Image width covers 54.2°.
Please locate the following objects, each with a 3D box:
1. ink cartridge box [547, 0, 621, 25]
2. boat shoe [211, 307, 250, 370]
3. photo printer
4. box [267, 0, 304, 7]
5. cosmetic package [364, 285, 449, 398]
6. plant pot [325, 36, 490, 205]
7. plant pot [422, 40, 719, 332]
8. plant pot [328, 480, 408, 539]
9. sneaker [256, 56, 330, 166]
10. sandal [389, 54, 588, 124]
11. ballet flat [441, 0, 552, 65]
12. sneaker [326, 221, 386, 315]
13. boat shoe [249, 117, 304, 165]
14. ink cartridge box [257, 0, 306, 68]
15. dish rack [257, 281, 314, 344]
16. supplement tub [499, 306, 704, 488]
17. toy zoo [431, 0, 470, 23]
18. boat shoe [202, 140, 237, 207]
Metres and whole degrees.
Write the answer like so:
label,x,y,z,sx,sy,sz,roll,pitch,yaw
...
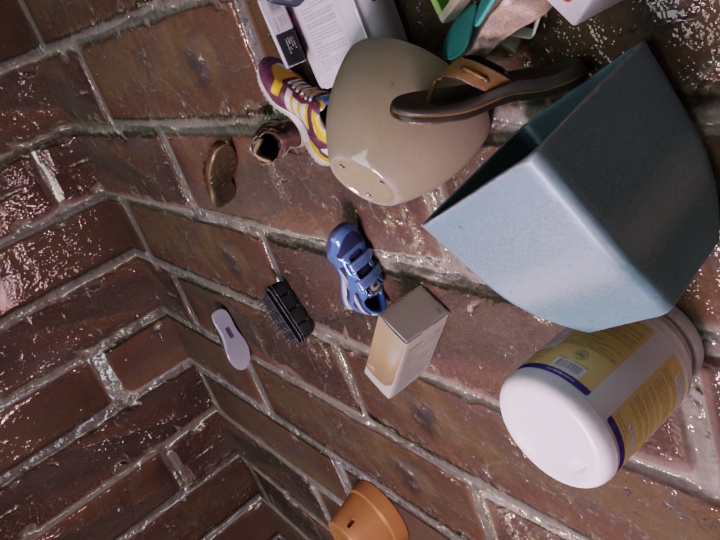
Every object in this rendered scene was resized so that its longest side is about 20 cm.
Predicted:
label,x,y,z,sx,sy,sz,roll,pitch,yaw
ink cartridge box,0.190,-0.323,0.553,0.144,0.084,0.200,50,154,13
boat shoe,-0.390,0.203,2.114,0.057,0.069,0.200,0,114,68
photo printer,-0.030,-0.347,0.909,0.166,0.069,0.200,5,123,58
box,-0.055,-0.421,0.790,0.200,0.051,0.158,-27,78,46
cosmetic package,0.075,0.126,1.209,0.071,0.105,0.200,45,149,23
plant pot,0.037,-0.158,0.850,0.200,0.135,0.200,28,164,9
plant pot,0.224,-0.055,0.687,0.200,0.196,0.196,48,154,-5
plant pot,0.011,0.685,1.879,0.200,0.140,0.200,38,147,31
sneaker,-0.078,-0.263,1.090,0.200,0.075,0.090,51,145,-3
sandal,0.126,-0.194,0.713,0.200,0.082,0.055,-9,117,14
ballet flat,0.141,-0.248,0.726,0.067,0.068,0.200,17,178,-10
sneaker,0.000,0.000,1.237,0.082,0.074,0.200,28,149,41
boat shoe,-0.163,-0.226,1.257,0.200,0.072,0.072,4,123,57
ink cartridge box,-0.110,-0.347,1.023,0.200,0.037,0.095,-108,-5,-72
dish rack,-0.188,0.110,1.682,0.153,0.055,0.200,58,154,1
supplement tub,0.268,0.125,0.778,0.145,0.200,0.145,40,148,31
toy zoo,0.076,-0.376,0.718,0.200,0.020,0.131,66,158,4
boat shoe,-0.313,-0.215,1.519,0.068,0.072,0.200,47,154,15
